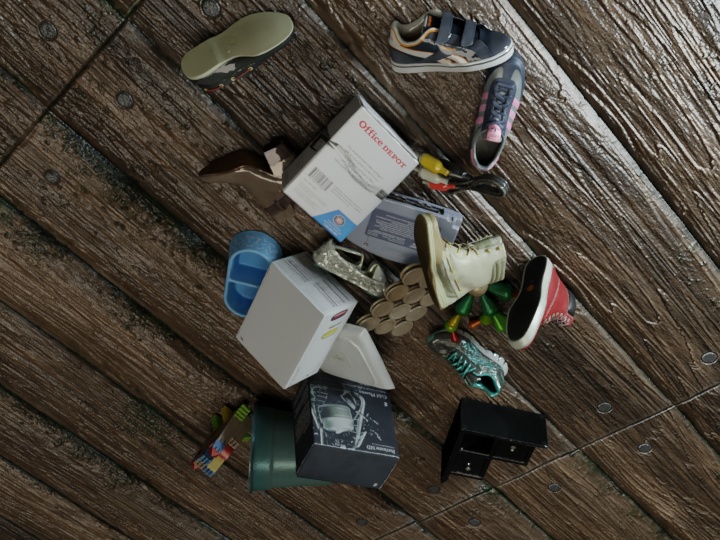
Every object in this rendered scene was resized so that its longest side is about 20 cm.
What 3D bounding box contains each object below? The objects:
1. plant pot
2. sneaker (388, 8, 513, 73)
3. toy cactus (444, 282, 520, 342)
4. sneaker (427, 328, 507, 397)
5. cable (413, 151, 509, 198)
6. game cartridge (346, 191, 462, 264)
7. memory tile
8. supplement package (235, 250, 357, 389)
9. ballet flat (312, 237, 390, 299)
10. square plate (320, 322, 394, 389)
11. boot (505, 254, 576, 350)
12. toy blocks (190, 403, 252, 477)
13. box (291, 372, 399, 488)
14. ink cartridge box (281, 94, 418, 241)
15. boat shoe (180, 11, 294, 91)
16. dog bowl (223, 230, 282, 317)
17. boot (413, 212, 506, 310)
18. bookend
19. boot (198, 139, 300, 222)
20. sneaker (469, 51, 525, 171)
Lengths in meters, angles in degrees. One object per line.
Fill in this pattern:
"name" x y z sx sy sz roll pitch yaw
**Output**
"plant pot" -0.154 0.410 1.879 0.192 0.202 0.203 4 130 -5
"sneaker" 0.138 -0.360 1.281 0.196 0.079 0.080 -3 134 12
"toy cactus" 0.239 0.063 1.606 0.197 0.103 0.166 -18 115 32
"sneaker" 0.226 0.193 1.702 0.198 0.092 0.078 28 127 -14
"cable" 0.172 -0.145 1.409 0.199 0.050 0.098 32 158 42
"game cartridge" 0.078 -0.077 1.544 0.196 0.041 0.135 17 125 -5
"memory tile" 0.090 0.061 1.614 0.152 0.017 0.200 8 135 -43
"supplement package" -0.127 0.096 1.606 0.156 0.110 0.202 43 123 21
"ballet flat" 0.000 0.000 1.595 0.198 0.072 0.072 28 128 -23
"square plate" -0.042 0.171 1.699 0.197 0.029 0.200 11 143 34
"boot" 0.348 0.092 1.537 0.072 0.202 0.144 -12 130 44
"toy blocks" -0.333 0.414 1.916 0.100 0.137 0.200 40 131 -7
"box" -0.037 0.343 1.769 0.197 0.199 0.125 13 130 -19
"ink cartridge box" -0.019 -0.176 1.414 0.200 0.085 0.144 -43 114 14
"boat shoe" -0.195 -0.359 1.345 0.198 0.075 0.063 -23 159 12
"dog bowl" -0.221 0.015 1.652 0.109 0.050 0.202 14 130 -3
"boot" 0.184 -0.039 1.495 0.152 0.072 0.203 -22 124 -8
"bookend" 0.297 0.404 1.860 0.195 0.093 0.202 12 130 -2
"boot" -0.179 -0.152 1.502 0.197 0.071 0.147 -14 128 19
"sneaker" 0.227 -0.255 1.348 0.069 0.083 0.202 9 129 1
